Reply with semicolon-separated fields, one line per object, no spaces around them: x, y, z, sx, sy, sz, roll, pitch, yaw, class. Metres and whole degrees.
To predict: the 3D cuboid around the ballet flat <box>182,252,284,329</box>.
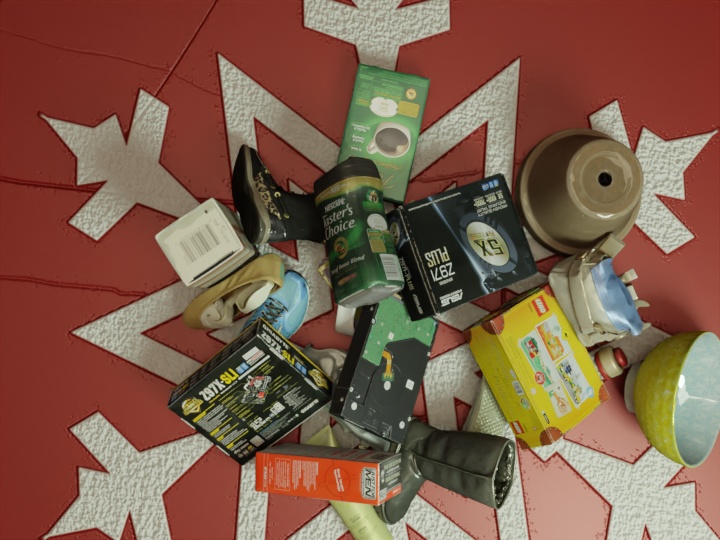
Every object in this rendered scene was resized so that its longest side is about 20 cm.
-0.196;0.047;1.287;0.199;0.068;0.064;-36;47;21;ballet flat

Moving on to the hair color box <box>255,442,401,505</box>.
-0.047;0.298;1.249;0.196;0.101;0.063;-1;87;23;hair color box

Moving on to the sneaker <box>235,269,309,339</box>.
-0.142;0.092;1.302;0.078;0.090;0.202;30;88;2;sneaker

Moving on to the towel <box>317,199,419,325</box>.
0.047;-0.002;1.341;0.198;0.023;0.145;-33;87;-1;towel

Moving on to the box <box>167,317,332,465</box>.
-0.162;0.184;1.257;0.199;0.050;0.160;-38;112;21;box

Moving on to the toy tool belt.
0.376;0.056;1.267;0.122;0.125;0.202;-28;96;27;toy tool belt

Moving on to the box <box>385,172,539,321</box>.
0.146;-0.035;1.274;0.197;0.086;0.167;-18;88;-26;box

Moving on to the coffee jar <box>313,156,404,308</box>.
-0.006;-0.056;1.220;0.084;0.104;0.204;3;68;-42;coffee jar

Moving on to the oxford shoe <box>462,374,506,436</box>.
0.209;0.203;1.318;0.074;0.058;0.203;26;73;-1;oxford shoe

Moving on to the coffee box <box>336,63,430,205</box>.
0.033;-0.214;1.338;0.120;0.044;0.204;11;87;1;coffee box

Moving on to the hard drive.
0.038;0.142;1.271;0.139;0.037;0.203;30;71;-37;hard drive

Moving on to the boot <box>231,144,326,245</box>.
-0.115;-0.111;1.309;0.148;0.202;0.074;5;129;-26;boot

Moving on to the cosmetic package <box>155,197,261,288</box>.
-0.219;-0.035;1.254;0.103;0.200;0.088;-34;88;1;cosmetic package

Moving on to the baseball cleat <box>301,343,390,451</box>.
-0.017;0.191;1.309;0.199;0.070;0.107;37;90;1;baseball cleat

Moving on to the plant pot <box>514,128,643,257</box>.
0.344;-0.127;1.271;0.196;0.175;0.205;0;86;0;plant pot

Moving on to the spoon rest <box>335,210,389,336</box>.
0.000;0.000;1.296;0.097;0.061;0.204;12;88;12;spoon rest

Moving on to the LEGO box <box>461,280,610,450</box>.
0.266;0.142;1.276;0.148;0.077;0.203;-25;87;-34;LEGO box

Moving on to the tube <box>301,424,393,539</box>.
-0.025;0.346;1.315;0.058;0.052;0.202;-29;82;-29;tube

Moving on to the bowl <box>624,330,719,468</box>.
0.465;0.185;1.279;0.106;0.198;0.204;7;87;43;bowl

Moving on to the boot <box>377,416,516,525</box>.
0.126;0.314;1.252;0.197;0.072;0.186;12;91;36;boot
